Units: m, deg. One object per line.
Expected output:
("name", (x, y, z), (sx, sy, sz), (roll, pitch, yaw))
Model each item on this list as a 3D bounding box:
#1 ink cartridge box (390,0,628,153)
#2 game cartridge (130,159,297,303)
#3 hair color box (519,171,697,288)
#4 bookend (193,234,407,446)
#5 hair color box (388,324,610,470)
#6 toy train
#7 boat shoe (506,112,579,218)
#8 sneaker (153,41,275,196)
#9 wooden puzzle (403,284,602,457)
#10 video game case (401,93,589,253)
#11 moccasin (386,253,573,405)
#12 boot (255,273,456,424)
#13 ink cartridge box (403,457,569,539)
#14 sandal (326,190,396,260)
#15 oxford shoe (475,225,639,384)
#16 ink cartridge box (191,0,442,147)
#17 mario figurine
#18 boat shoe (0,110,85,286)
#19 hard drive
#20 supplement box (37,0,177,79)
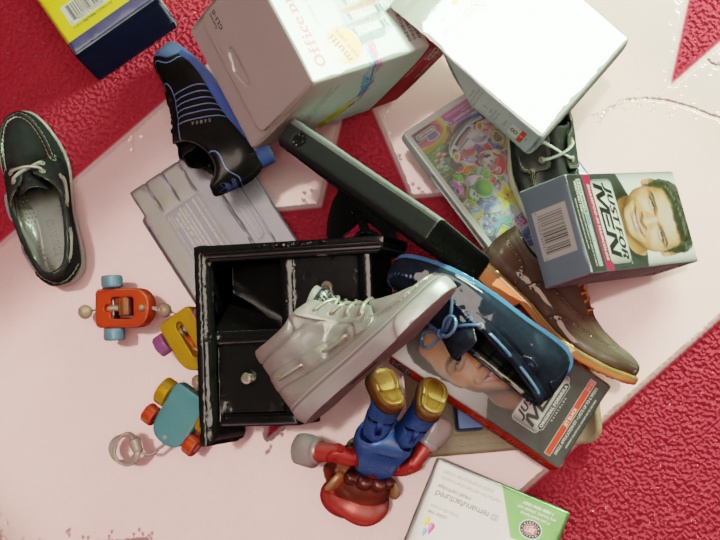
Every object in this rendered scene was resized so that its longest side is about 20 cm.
("ink cartridge box", (0.146, -0.237, 1.514), (0.200, 0.050, 0.162), (40, 66, 6))
("game cartridge", (-0.142, -0.032, 1.601), (0.129, 0.038, 0.200), (-34, 82, 3))
("hair color box", (0.250, -0.043, 1.496), (0.061, 0.200, 0.099), (-21, 80, 40))
("bookend", (-0.057, 0.071, 1.501), (0.198, 0.092, 0.201), (-2, 87, 16))
("hair color box", (0.137, 0.103, 1.506), (0.200, 0.061, 0.102), (33, 82, 4))
("toy train", (-0.213, 0.100, 1.581), (0.150, 0.056, 0.201), (-7, 87, 17))
("boat shoe", (0.190, -0.125, 1.547), (0.072, 0.068, 0.201), (-7, 77, -15))
("sneaker", (-0.173, -0.160, 1.574), (0.078, 0.070, 0.200), (-36, 59, -12))
("wooden puzzle", (0.143, 0.093, 1.558), (0.199, 0.046, 0.186), (-5, 83, 3))
("video game case", (0.157, -0.099, 1.577), (0.143, 0.018, 0.200), (-34, 82, -18))
("moccasin", (0.109, 0.056, 1.439), (0.200, 0.081, 0.068), (31, 69, 5))
("boot", (-0.011, 0.048, 1.404), (0.200, 0.074, 0.096), (-41, 79, 12))
("ink cartridge box", (0.107, 0.308, 1.514), (0.144, 0.084, 0.201), (22, 85, 6))
("sandal", (0.000, 0.000, 1.565), (0.075, 0.045, 0.201), (8, 74, -10))
("oxford shoe", (0.206, 0.036, 1.495), (0.200, 0.071, 0.073), (39, 97, 5))
("ink cartridge box", (-0.038, -0.238, 1.521), (0.200, 0.145, 0.146), (-24, 81, -35))
("mario figurine", (0.011, 0.168, 1.508), (0.123, 0.106, 0.200), (37, 130, 10))
("boat shoe", (-0.342, -0.082, 1.605), (0.075, 0.060, 0.201), (-23, 82, 1))
("hard drive", (0.024, -0.067, 1.478), (0.200, 0.140, 0.033), (37, 91, 29))
("supplement box", (-0.301, -0.325, 1.608), (0.109, 0.109, 0.200), (-35, 82, -1))
